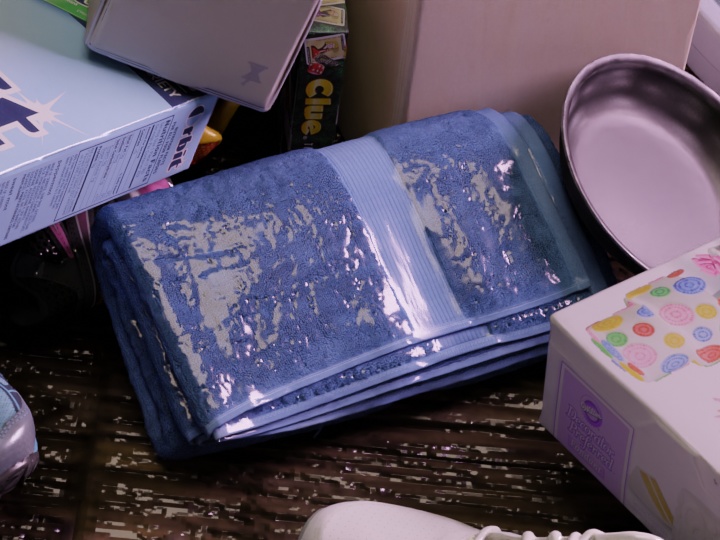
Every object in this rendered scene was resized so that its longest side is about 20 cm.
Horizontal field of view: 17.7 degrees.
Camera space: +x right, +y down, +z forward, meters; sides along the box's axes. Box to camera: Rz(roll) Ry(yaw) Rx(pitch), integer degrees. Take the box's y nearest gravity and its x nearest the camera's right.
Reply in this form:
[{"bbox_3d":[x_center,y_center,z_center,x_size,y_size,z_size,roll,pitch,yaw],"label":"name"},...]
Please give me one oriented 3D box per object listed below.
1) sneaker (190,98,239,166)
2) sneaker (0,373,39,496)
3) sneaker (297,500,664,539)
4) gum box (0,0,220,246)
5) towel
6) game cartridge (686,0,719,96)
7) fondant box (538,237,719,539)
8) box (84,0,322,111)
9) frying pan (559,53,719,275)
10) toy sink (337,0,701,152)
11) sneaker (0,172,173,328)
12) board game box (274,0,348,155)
[{"bbox_3d":[-0.063,-0.113,1.029,0.077,0.073,0.200,-19,40,31],"label":"sneaker"},{"bbox_3d":[-0.198,0.014,0.859,0.200,0.096,0.079,34,48,27],"label":"sneaker"},{"bbox_3d":[0.071,0.116,0.798,0.200,0.080,0.070,20,45,16],"label":"sneaker"},{"bbox_3d":[-0.179,-0.078,0.867,0.170,0.045,0.200,40,37,19],"label":"gum box"},{"bbox_3d":[0.000,0.000,0.913,0.200,0.049,0.112,-16,73,-24],"label":"towel"},{"bbox_3d":[0.226,-0.111,1.110,0.133,0.041,0.200,-20,48,-23],"label":"game cartridge"},{"bbox_3d":[0.188,0.042,0.861,0.200,0.058,0.144,-22,47,-27],"label":"fondant box"},{"bbox_3d":[-0.063,-0.153,0.951,0.082,0.068,0.200,18,32,-18],"label":"box"},{"bbox_3d":[0.144,-0.056,0.975,0.115,0.031,0.190,46,45,-2],"label":"frying pan"},{"bbox_3d":[0.065,-0.136,0.989,0.130,0.200,0.112,-8,44,-16],"label":"toy sink"},{"bbox_3d":[-0.168,-0.048,0.948,0.200,0.080,0.086,32,49,27],"label":"sneaker"},{"bbox_3d":[-0.026,-0.124,1.034,0.023,0.105,0.200,1,42,-5],"label":"board game box"}]
